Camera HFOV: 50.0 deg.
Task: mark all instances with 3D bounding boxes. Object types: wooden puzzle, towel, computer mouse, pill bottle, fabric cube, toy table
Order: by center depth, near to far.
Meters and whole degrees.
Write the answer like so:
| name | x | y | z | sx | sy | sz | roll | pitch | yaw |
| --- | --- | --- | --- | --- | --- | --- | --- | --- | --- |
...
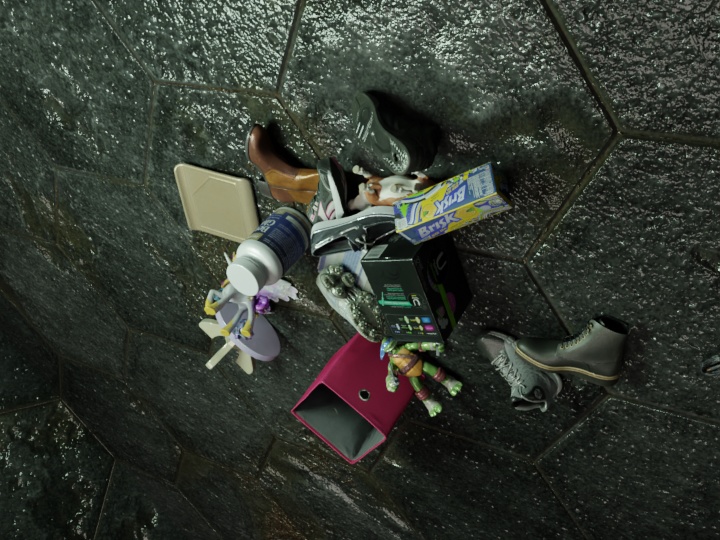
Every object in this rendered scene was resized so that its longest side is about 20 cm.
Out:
| name | x | y | z | sx | sy | sz | roll | pitch | yaw |
| --- | --- | --- | --- | --- | --- | --- | --- | --- | --- |
| computer mouse | 0.656 | 0.140 | 1.291 | 0.058 | 0.034 | 0.200 | 34 | 148 | -19 |
| pill bottle | -0.194 | -0.039 | 1.646 | 0.110 | 0.200 | 0.112 | 20 | 136 | 21 |
| towel | 0.000 | 0.000 | 1.669 | 0.199 | 0.024 | 0.147 | 30 | 139 | 11 |
| wooden puzzle | -0.323 | -0.154 | 1.774 | 0.198 | 0.037 | 0.186 | 14 | 133 | 22 |
| fabric cube | -0.005 | 0.289 | 1.800 | 0.196 | 0.200 | 0.200 | 41 | 140 | 0 |
| toy table | -0.312 | 0.172 | 1.961 | 0.200 | 0.184 | 0.117 | 51 | 124 | 5 |

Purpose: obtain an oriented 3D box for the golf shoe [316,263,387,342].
| name | x | y | z | sx | sy | sz | roll | pitch | yaw |
| --- | --- | --- | --- | --- | --- | --- | --- | --- | --- |
| golf shoe | -0.021 | 0.074 | 1.694 | 0.201 | 0.078 | 0.097 | 53 | 155 | -7 |

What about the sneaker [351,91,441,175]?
| name | x | y | z | sx | sy | sz | roll | pitch | yaw |
| --- | --- | --- | --- | --- | --- | --- | --- | --- | --- |
| sneaker | 0.066 | -0.243 | 1.362 | 0.200 | 0.114 | 0.077 | 50 | 131 | 33 |

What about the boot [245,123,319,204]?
| name | x | y | z | sx | sy | sz | roll | pitch | yaw |
| --- | --- | --- | --- | --- | --- | --- | --- | --- | --- |
| boot | -0.128 | -0.201 | 1.551 | 0.199 | 0.069 | 0.189 | 15 | 134 | 25 |

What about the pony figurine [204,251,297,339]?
| name | x | y | z | sx | sy | sz | roll | pitch | yaw |
| --- | --- | --- | --- | --- | --- | --- | --- | --- | --- |
| pony figurine | -0.272 | 0.067 | 1.839 | 0.192 | 0.201 | 0.166 | 35 | 135 | -18 |

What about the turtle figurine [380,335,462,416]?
| name | x | y | z | sx | sy | sz | roll | pitch | yaw |
| --- | --- | --- | --- | --- | --- | --- | --- | --- | --- |
| turtle figurine | 0.131 | 0.221 | 1.677 | 0.194 | 0.144 | 0.200 | 44 | 144 | -11 |

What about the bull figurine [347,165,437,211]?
| name | x | y | z | sx | sy | sz | roll | pitch | yaw |
| --- | --- | --- | --- | --- | --- | --- | --- | --- | --- |
| bull figurine | 0.053 | -0.150 | 1.444 | 0.198 | 0.066 | 0.121 | -1 | 165 | 29 |

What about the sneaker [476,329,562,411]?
| name | x | y | z | sx | sy | sz | roll | pitch | yaw |
| --- | --- | --- | --- | --- | --- | --- | --- | --- | --- |
| sneaker | 0.307 | 0.210 | 1.551 | 0.199 | 0.116 | 0.075 | 34 | 140 | 7 |

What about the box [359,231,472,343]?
| name | x | y | z | sx | sy | sz | roll | pitch | yaw |
| --- | --- | --- | --- | --- | --- | --- | --- | --- | --- |
| box | 0.112 | 0.019 | 1.502 | 0.123 | 0.149 | 0.201 | -1 | 126 | 37 |

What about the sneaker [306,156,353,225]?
| name | x | y | z | sx | sy | sz | roll | pitch | yaw |
| --- | --- | --- | --- | --- | --- | --- | --- | --- | --- |
| sneaker | -0.068 | -0.125 | 1.509 | 0.085 | 0.081 | 0.201 | -4 | 130 | 9 |

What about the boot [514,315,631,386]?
| name | x | y | z | sx | sy | sz | roll | pitch | yaw |
| --- | --- | --- | --- | --- | --- | --- | --- | --- | --- |
| boot | 0.399 | 0.127 | 1.448 | 0.198 | 0.078 | 0.139 | 12 | 130 | 11 |

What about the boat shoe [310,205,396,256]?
| name | x | y | z | sx | sy | sz | roll | pitch | yaw |
| --- | --- | --- | --- | --- | --- | --- | --- | --- | --- |
| boat shoe | -0.005 | -0.067 | 1.464 | 0.198 | 0.068 | 0.072 | -10 | 145 | 18 |

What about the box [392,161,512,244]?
| name | x | y | z | sx | sy | sz | roll | pitch | yaw |
| --- | --- | --- | --- | --- | --- | --- | --- | --- | --- |
| box | 0.158 | -0.114 | 1.352 | 0.199 | 0.065 | 0.070 | -20 | 151 | 29 |
